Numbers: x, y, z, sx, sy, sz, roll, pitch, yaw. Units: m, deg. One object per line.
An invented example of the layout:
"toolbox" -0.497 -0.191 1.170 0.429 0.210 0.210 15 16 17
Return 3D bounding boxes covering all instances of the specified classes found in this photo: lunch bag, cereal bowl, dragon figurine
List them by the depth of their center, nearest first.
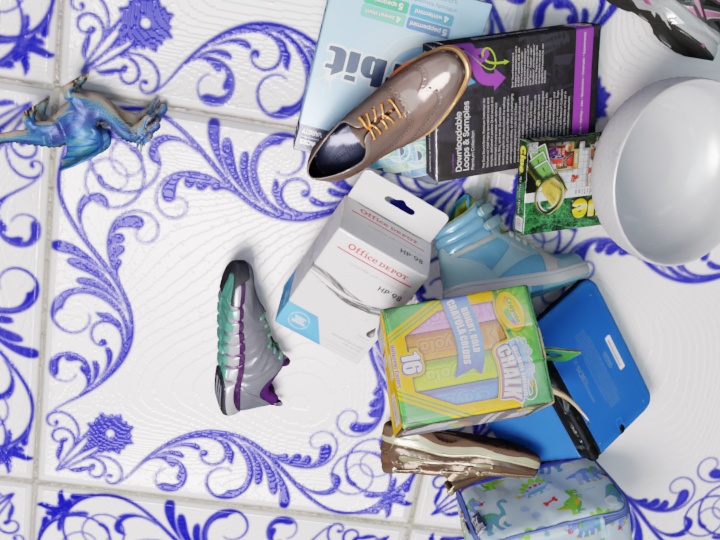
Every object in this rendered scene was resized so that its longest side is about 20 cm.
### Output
"dragon figurine" -0.307 -0.144 0.917 0.199 0.059 0.100 -29 109 6
"cereal bowl" 0.327 -0.111 0.919 0.198 0.083 0.203 -8 112 -22
"lunch bag" 0.222 0.303 1.060 0.198 0.161 0.083 -13 108 -1

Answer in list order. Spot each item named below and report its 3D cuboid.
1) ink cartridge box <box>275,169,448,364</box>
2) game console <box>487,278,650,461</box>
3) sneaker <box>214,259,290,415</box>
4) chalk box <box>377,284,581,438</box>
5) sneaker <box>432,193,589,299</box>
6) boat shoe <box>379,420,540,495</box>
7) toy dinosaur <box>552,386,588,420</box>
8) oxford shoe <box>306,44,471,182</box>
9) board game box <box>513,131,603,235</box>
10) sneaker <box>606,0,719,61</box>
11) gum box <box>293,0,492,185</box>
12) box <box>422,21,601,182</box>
"ink cartridge box" 0.000 0.000 0.951 0.115 0.067 0.201 28 126 -12
"game console" 0.237 0.130 1.062 0.170 0.118 0.201 -38 111 -17
"sneaker" -0.125 0.077 1.013 0.086 0.075 0.202 -2 119 -20
"chalk box" 0.125 0.093 0.888 0.197 0.125 0.125 -10 75 -5
"sneaker" 0.171 -0.031 0.981 0.198 0.079 0.132 -9 78 -29
"boat shoe" 0.122 0.243 1.069 0.200 0.075 0.076 10 90 7
"toy dinosaur" 0.172 0.124 0.997 0.101 0.199 0.059 46 59 -28
"oxford shoe" 0.027 -0.149 0.855 0.199 0.073 0.072 -38 94 26
"board game box" 0.264 -0.102 0.955 0.198 0.023 0.106 -9 113 -21
"sneaker" 0.315 -0.311 0.898 0.199 0.080 0.087 31 93 -22
"gum box" 0.031 -0.211 0.922 0.168 0.045 0.202 12 108 -9
"box" 0.163 -0.183 0.916 0.198 0.036 0.145 -11 115 -17
